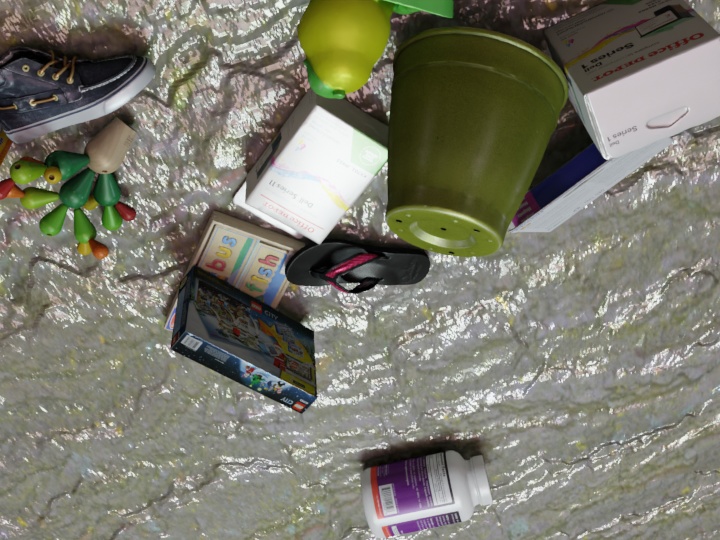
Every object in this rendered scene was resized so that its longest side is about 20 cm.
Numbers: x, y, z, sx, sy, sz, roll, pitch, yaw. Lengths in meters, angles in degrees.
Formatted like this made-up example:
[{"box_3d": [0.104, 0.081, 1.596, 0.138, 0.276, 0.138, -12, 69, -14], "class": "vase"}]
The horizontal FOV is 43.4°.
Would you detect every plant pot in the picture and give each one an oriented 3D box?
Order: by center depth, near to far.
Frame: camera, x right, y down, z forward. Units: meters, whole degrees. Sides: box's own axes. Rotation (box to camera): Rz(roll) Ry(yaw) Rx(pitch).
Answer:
[{"box_3d": [0.111, -0.125, 0.988, 0.199, 0.194, 0.200, 13, 163, 4], "class": "plant pot"}]

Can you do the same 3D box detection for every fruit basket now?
[{"box_3d": [-0.010, -0.283, 0.934, 0.214, 0.156, 0.217, -3, 113, -7], "class": "fruit basket"}]

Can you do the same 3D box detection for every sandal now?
[{"box_3d": [0.000, 0.000, 1.202, 0.199, 0.045, 0.075, 1, 132, -13], "class": "sandal"}]

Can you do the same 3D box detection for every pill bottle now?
[{"box_3d": [0.106, 0.354, 1.446, 0.199, 0.113, 0.113, -13, 127, 5], "class": "pill bottle"}]

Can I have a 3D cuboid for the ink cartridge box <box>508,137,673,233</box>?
[{"box_3d": [0.269, -0.116, 1.075, 0.196, 0.200, 0.043, -38, 76, 21], "class": "ink cartridge box"}]

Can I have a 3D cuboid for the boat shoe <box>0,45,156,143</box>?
[{"box_3d": [-0.335, -0.215, 1.014, 0.199, 0.071, 0.091, -19, 130, 13], "class": "boat shoe"}]

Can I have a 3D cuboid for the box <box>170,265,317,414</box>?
[{"box_3d": [-0.148, 0.090, 1.184, 0.200, 0.137, 0.038, 31, 117, -24], "class": "box"}]

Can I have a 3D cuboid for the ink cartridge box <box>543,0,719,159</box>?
[{"box_3d": [0.295, -0.221, 0.974, 0.144, 0.200, 0.084, -22, 122, 12], "class": "ink cartridge box"}]

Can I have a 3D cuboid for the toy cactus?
[{"box_3d": [-0.324, -0.105, 1.071, 0.165, 0.102, 0.200, -52, 145, 1], "class": "toy cactus"}]

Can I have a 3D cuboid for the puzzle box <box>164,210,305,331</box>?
[{"box_3d": [-0.174, 0.021, 1.232, 0.133, 0.025, 0.200, 19, 123, -17], "class": "puzzle box"}]

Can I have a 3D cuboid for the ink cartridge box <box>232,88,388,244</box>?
[{"box_3d": [-0.064, -0.114, 1.112, 0.117, 0.067, 0.200, 28, 120, -23], "class": "ink cartridge box"}]

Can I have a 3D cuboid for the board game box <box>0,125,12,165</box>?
[{"box_3d": [-0.540, -0.130, 0.982, 0.199, 0.200, 0.200, -26, 124, 15], "class": "board game box"}]
